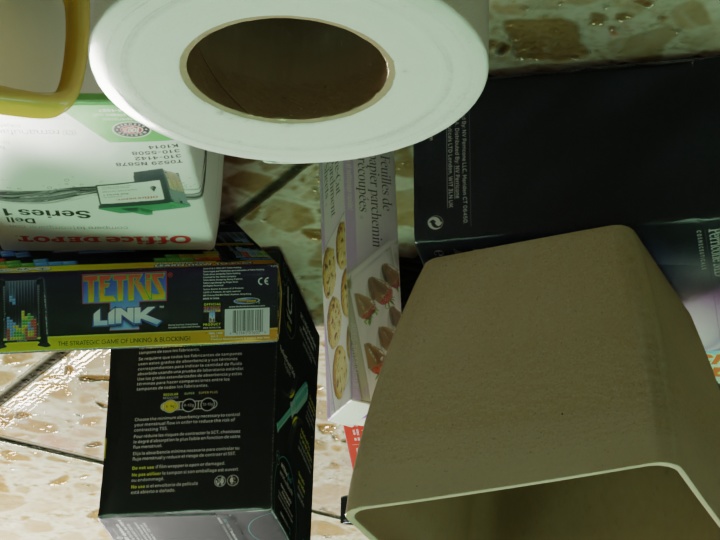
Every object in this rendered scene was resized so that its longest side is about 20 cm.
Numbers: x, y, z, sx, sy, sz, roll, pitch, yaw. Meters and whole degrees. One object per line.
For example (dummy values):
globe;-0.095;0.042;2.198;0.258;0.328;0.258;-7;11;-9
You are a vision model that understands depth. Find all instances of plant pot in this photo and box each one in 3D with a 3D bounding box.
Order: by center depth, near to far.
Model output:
plant pot;0.119;0.088;1.504;0.200;0.177;0.200;-11;149;21

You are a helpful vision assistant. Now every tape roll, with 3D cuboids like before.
tape roll;-0.034;-0.161;1.273;0.202;0.139;0.203;1;153;1

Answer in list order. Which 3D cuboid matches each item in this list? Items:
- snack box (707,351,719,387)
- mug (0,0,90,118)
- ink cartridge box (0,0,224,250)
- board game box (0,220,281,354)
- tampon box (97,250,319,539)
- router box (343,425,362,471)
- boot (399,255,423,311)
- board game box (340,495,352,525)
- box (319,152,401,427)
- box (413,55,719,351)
snack box;0.287;0.068;1.894;0.200;0.037;0.116;14;152;-24
mug;-0.248;-0.146;1.344;0.186;0.153;0.149;-1;153;4
ink cartridge box;-0.166;-0.089;1.534;0.146;0.084;0.200;0;154;5
board game box;-0.165;0.008;1.645;0.200;0.057;0.165;-2;-167;-14
tampon box;-0.106;0.108;1.804;0.126;0.200;0.150;-3;152;9
router box;0.077;0.110;1.974;0.179;0.049;0.200;-1;154;5
boot;0.093;0.064;1.793;0.211;0.079;0.158;0;130;24
board game box;0.100;0.210;2.142;0.200;0.028;0.135;12;164;-41
box;0.000;0.000;1.579;0.039;0.200;0.041;10;153;-24
box;0.145;-0.032;1.600;0.198;0.123;0.200;-6;153;10
